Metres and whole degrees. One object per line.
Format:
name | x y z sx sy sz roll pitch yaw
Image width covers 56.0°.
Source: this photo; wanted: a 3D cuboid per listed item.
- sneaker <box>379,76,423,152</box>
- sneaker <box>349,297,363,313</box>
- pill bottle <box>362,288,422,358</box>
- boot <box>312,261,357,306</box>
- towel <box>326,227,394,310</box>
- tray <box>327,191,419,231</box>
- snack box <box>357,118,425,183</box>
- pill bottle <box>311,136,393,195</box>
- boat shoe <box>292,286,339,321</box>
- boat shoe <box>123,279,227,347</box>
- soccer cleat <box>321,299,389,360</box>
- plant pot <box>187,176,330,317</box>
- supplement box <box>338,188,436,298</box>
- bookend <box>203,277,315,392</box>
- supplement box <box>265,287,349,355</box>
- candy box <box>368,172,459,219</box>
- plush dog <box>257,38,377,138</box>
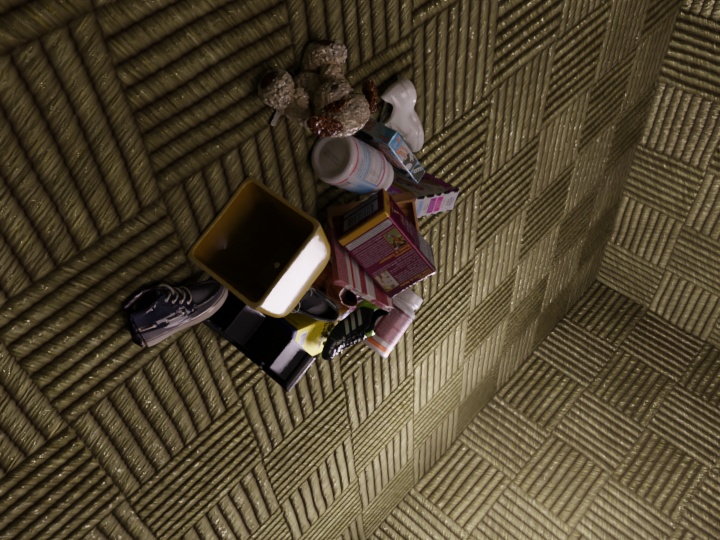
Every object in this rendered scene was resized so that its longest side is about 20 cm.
sneaker | 0.085 -0.339 1.536 0.088 0.075 0.201 -35 141 -12
sneaker | -0.012 0.027 1.685 0.080 0.089 0.201 -13 133 -21
pill bottle | 0.085 0.140 1.951 0.201 0.114 0.114 -54 151 -4
boot | -0.060 0.035 1.581 0.074 0.154 0.200 -58 151 3
towel | 0.000 0.000 1.530 0.023 0.145 0.199 -29 141 29
tray | 0.031 -0.115 1.551 0.198 0.037 0.099 -10 131 5
snack box | 0.063 -0.271 1.504 0.037 0.116 0.200 -55 151 -2
pill bottle | -0.010 -0.222 1.449 0.200 0.108 0.109 11 110 -60
boat shoe | -0.134 0.060 1.495 0.199 0.062 0.075 34 86 -24
boat shoe | -0.338 0.057 1.249 0.199 0.075 0.093 -35 146 -23
soccer cleat | -0.013 0.142 1.611 0.200 0.081 0.068 -47 150 -19
plant pot | -0.174 -0.022 1.326 0.196 0.194 0.200 -52 156 -7
supplement box | 0.059 -0.058 1.502 0.130 0.104 0.200 -31 120 19
bookend | -0.221 0.131 1.385 0.092 0.199 0.199 -51 152 -10
supplement box | -0.138 0.132 1.605 0.199 0.109 0.110 -19 134 -49
candy box | 0.134 -0.192 1.672 0.199 0.136 0.061 -19 133 -49
plush dog | -0.063 -0.298 1.224 0.200 0.171 0.161 -41 148 -28
